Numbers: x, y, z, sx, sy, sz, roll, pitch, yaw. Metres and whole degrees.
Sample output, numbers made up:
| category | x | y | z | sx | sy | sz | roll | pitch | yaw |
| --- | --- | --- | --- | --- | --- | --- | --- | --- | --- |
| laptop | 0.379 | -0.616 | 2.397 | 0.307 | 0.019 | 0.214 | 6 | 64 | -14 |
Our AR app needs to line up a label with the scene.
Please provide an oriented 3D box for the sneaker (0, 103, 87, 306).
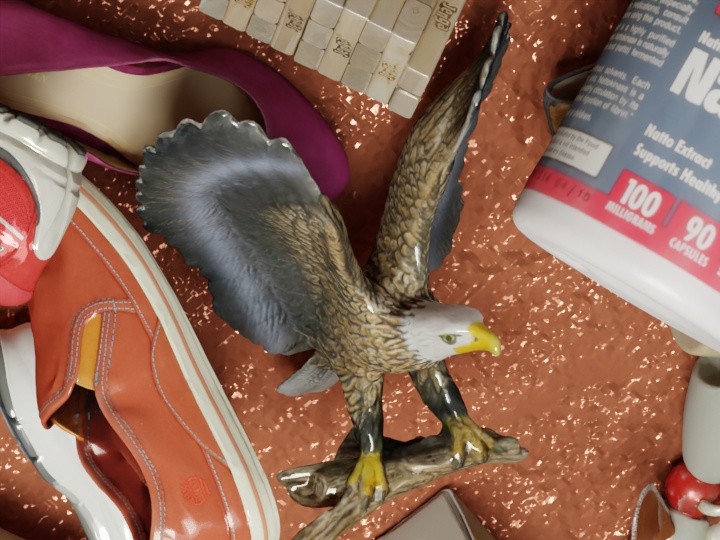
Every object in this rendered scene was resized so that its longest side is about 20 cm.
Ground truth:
| category | x | y | z | sx | sy | sz | roll | pitch | yaw |
| --- | --- | --- | --- | --- | --- | --- | --- | --- | --- |
| sneaker | -0.197 | -0.029 | 1.037 | 0.077 | 0.199 | 0.085 | 34 | 69 | -59 |

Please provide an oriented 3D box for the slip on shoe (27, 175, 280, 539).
| category | x | y | z | sx | sy | sz | roll | pitch | yaw |
| --- | --- | --- | --- | --- | --- | --- | --- | --- | --- |
| slip on shoe | -0.103 | 0.035 | 1.105 | 0.061 | 0.201 | 0.074 | -23 | 164 | -24 |

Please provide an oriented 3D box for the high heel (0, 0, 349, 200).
| category | x | y | z | sx | sy | sz | roll | pitch | yaw |
| --- | --- | --- | --- | --- | --- | --- | --- | --- | --- |
| high heel | -0.082 | -0.054 | 1.106 | 0.199 | 0.096 | 0.068 | 19 | 111 | -26 |

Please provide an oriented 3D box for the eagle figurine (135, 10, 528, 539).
| category | x | y | z | sx | sy | sz | roll | pitch | yaw |
| --- | --- | --- | --- | --- | --- | --- | --- | --- | --- |
| eagle figurine | 0.006 | 0.000 | 1.135 | 0.150 | 0.152 | 0.201 | -6 | 112 | 24 |

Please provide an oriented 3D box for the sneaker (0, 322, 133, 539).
| category | x | y | z | sx | sy | sz | roll | pitch | yaw |
| --- | --- | --- | --- | --- | --- | --- | --- | --- | --- |
| sneaker | -0.086 | 0.092 | 1.206 | 0.087 | 0.075 | 0.201 | -30 | 124 | -5 |

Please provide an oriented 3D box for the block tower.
| category | x | y | z | sx | sy | sz | roll | pitch | yaw |
| --- | --- | --- | --- | --- | --- | --- | --- | --- | --- |
| block tower | -0.055 | -0.133 | 1.041 | 0.199 | 0.058 | 0.054 | 26 | 154 | -1 |

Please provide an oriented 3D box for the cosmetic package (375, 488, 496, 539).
| category | x | y | z | sx | sy | sz | roll | pitch | yaw |
| --- | --- | --- | --- | --- | --- | --- | --- | --- | --- |
| cosmetic package | 0.064 | 0.208 | 1.317 | 0.105 | 0.071 | 0.200 | -39 | 123 | 7 |

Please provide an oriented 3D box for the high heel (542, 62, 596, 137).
| category | x | y | z | sx | sy | sz | roll | pitch | yaw |
| --- | --- | --- | --- | --- | --- | --- | --- | --- | --- |
| high heel | 0.175 | -0.102 | 1.174 | 0.142 | 0.072 | 0.200 | 23 | 116 | -29 |

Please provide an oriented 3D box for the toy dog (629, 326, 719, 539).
| category | x | y | z | sx | sy | sz | roll | pitch | yaw |
| --- | --- | --- | --- | --- | --- | --- | --- | --- | --- |
| toy dog | 0.178 | 0.088 | 1.269 | 0.131 | 0.096 | 0.201 | -9 | 121 | -12 |

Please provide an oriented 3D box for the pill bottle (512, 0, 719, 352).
| category | x | y | z | sx | sy | sz | roll | pitch | yaw |
| --- | --- | --- | --- | --- | --- | --- | --- | --- | --- |
| pill bottle | 0.157 | -0.076 | 1.100 | 0.119 | 0.119 | 0.201 | 30 | 89 | -29 |

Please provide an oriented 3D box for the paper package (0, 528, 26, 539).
| category | x | y | z | sx | sy | sz | roll | pitch | yaw |
| --- | --- | --- | --- | --- | --- | --- | --- | --- | --- |
| paper package | -0.232 | 0.180 | 1.175 | 0.199 | 0.104 | 0.191 | 29 | 119 | -29 |
